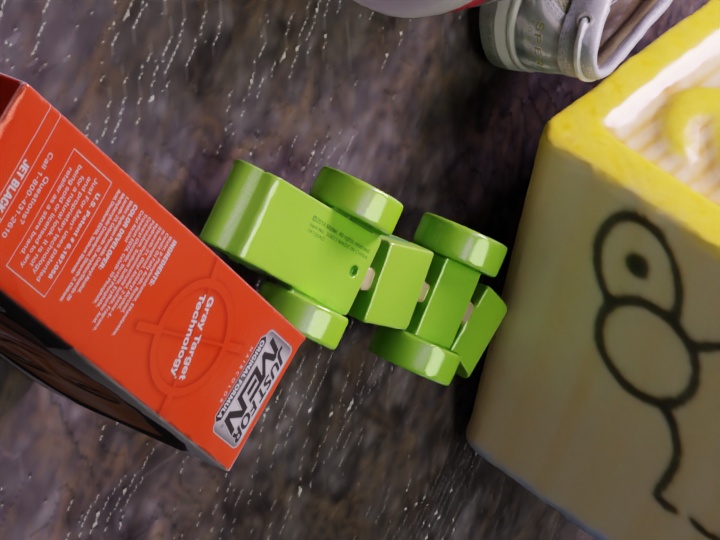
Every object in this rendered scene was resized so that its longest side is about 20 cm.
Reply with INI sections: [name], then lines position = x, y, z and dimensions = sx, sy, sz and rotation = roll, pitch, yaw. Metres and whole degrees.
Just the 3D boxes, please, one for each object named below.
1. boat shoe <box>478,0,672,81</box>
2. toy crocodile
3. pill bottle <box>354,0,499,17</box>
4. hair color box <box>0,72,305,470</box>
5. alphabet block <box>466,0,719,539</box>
[boat shoe]
position = 0.134, -0.151, 1.267
dimensions = 0.202, 0.065, 0.074
rotation = -42, 138, -32
[toy crocodile]
position = 0.000, 0.000, 1.183
dimensions = 0.200, 0.062, 0.068
rotation = 22, 90, -51
[pill bottle]
position = 0.072, -0.168, 1.135
dimensions = 0.200, 0.111, 0.111
rotation = -18, 122, -48
[hair color box]
position = -0.112, -0.007, 0.983
dimensions = 0.061, 0.101, 0.200
rotation = -61, 145, -11
[alphabet block]
position = 0.188, 0.015, 1.283
dimensions = 0.196, 0.195, 0.200
rotation = -39, 154, -38
